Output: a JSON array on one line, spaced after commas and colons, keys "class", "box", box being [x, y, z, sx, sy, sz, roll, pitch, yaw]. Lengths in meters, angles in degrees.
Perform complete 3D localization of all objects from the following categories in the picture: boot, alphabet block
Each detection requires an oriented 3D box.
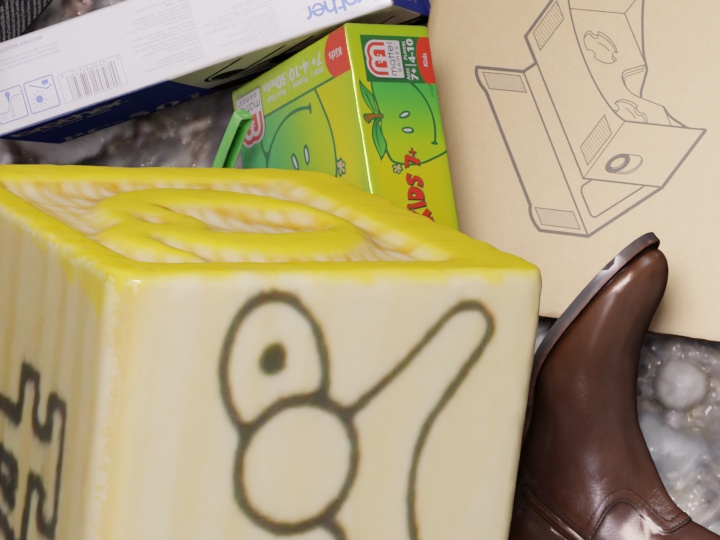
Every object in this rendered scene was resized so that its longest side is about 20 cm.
[{"class": "boot", "box": [0.153, 0.108, 1.113, 0.200, 0.064, 0.187, 35, 116, 21]}, {"class": "alphabet block", "box": [-0.062, 0.074, 1.041, 0.196, 0.195, 0.201, 24, 110, 55]}]

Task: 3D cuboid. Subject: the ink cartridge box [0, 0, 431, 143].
[{"class": "ink cartridge box", "box": [-0.073, -0.109, 1.204, 0.199, 0.094, 0.044, -17, 88, 13]}]

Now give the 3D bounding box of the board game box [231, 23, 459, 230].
[{"class": "board game box", "box": [0.000, 0.000, 1.166, 0.101, 0.047, 0.201, -24, 71, 53]}]

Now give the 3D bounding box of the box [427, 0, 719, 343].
[{"class": "box", "box": [0.105, -0.075, 1.189, 0.163, 0.021, 0.201, 7, 83, 17]}]

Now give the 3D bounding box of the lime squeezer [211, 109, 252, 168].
[{"class": "lime squeezer", "box": [-0.071, 0.026, 1.195, 0.038, 0.071, 0.201, -7, 97, -27]}]

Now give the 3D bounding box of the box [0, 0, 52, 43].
[{"class": "box", "box": [-0.244, -0.118, 1.178, 0.122, 0.106, 0.200, 32, 64, 13]}]
